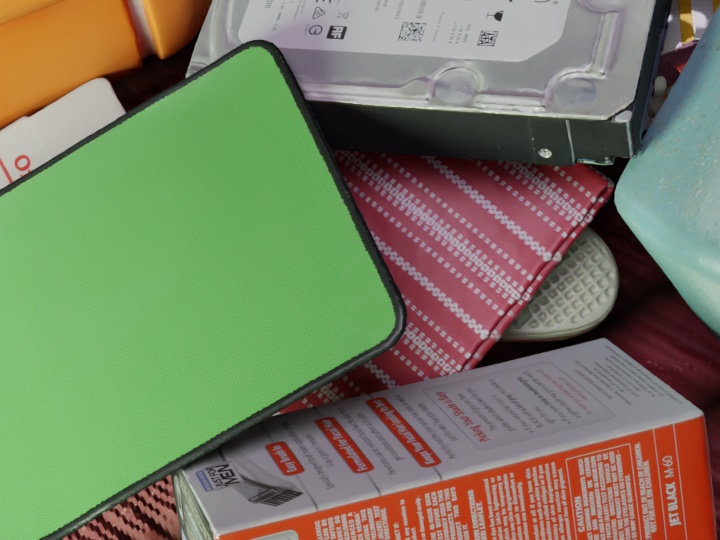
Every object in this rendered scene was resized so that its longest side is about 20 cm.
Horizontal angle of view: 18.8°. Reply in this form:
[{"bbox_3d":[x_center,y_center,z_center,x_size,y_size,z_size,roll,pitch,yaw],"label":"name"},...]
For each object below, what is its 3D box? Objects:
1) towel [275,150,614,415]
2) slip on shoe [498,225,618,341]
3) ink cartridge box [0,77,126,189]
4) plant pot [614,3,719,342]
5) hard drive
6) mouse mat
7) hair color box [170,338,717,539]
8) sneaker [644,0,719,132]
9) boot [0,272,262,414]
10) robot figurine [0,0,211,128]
[{"bbox_3d":[0.000,0.000,0.973,0.145,0.022,0.200,39,91,21],"label":"towel"},{"bbox_3d":[0.024,-0.007,1.010,0.200,0.061,0.074,7,81,19],"label":"slip on shoe"},{"bbox_3d":[-0.176,0.009,1.050,0.200,0.067,0.117,-31,65,0],"label":"ink cartridge box"},{"bbox_3d":[0.228,-0.026,0.906,0.200,0.196,0.196,20,72,41],"label":"plant pot"},{"bbox_3d":[0.033,-0.113,0.956,0.200,0.038,0.140,6,55,16],"label":"hard drive"},{"bbox_3d":[-0.093,0.010,0.905,0.200,0.008,0.161,-30,62,10],"label":"mouse mat"},{"bbox_3d":[0.030,0.091,0.888,0.200,0.111,0.064,-11,107,-12],"label":"hair color box"},{"bbox_3d":[0.146,-0.099,1.015,0.090,0.075,0.200,38,82,25],"label":"sneaker"},{"bbox_3d":[-0.124,0.010,0.949,0.200,0.077,0.138,-32,78,12],"label":"boot"},{"bbox_3d":[-0.158,-0.139,1.065,0.200,0.144,0.117,-23,62,-8],"label":"robot figurine"}]
